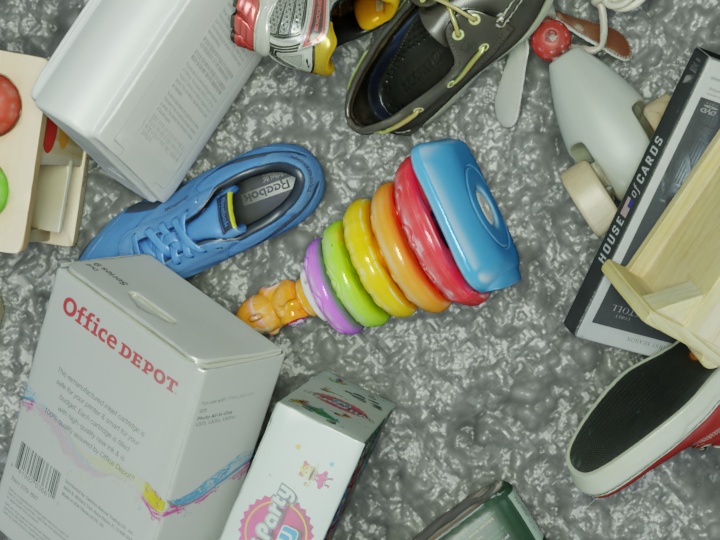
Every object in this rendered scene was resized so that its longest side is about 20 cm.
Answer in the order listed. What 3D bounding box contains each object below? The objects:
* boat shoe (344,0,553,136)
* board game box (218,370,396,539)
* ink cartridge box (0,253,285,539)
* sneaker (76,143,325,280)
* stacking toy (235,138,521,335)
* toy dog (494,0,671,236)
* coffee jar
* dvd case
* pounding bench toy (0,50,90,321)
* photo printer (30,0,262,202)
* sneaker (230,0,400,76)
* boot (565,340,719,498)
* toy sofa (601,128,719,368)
[{"bbox_3d":[0.060,-0.157,1.187,0.072,0.060,0.201,50,130,12],"label":"boat shoe"},{"bbox_3d":[-0.042,0.151,1.191,0.064,0.200,0.149,25,96,5],"label":"board game box"},{"bbox_3d":[-0.149,0.110,1.206,0.145,0.087,0.202,32,116,32],"label":"ink cartridge box"},{"bbox_3d":[-0.117,-0.030,1.253,0.199,0.078,0.066,-27,92,8],"label":"sneaker"},{"bbox_3d":[0.000,0.000,1.239,0.199,0.116,0.111,-26,87,18],"label":"stacking toy"},{"bbox_3d":[0.154,-0.118,1.228,0.131,0.096,0.202,-13,77,9],"label":"toy dog"},{"bbox_3d":[0.115,0.250,1.238,0.104,0.085,0.201,-35,89,0],"label":"coffee jar"},{"bbox_3d":[0.236,-0.031,1.186,0.149,0.025,0.201,14,111,-25],"label":"dvd case"},{"bbox_3d":[-0.265,-0.048,1.226,0.123,0.156,0.202,9,94,5],"label":"pounding bench toy"},{"bbox_3d":[-0.117,-0.157,1.193,0.069,0.166,0.201,31,85,16],"label":"photo printer"},{"bbox_3d":[0.001,-0.196,1.200,0.082,0.078,0.200,31,62,15],"label":"sneaker"},{"bbox_3d":[0.242,0.107,1.207,0.200,0.072,0.144,-39,122,2],"label":"boot"},{"bbox_3d":[0.247,-0.042,1.119,0.097,0.083,0.201,26,105,-24],"label":"toy sofa"}]
